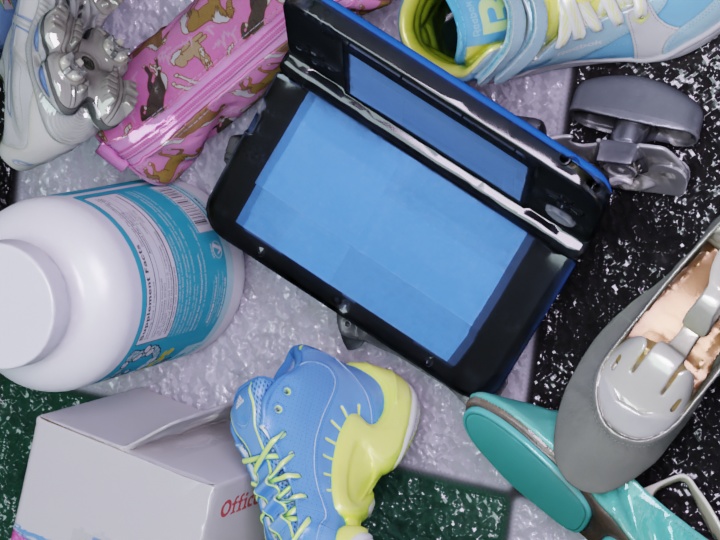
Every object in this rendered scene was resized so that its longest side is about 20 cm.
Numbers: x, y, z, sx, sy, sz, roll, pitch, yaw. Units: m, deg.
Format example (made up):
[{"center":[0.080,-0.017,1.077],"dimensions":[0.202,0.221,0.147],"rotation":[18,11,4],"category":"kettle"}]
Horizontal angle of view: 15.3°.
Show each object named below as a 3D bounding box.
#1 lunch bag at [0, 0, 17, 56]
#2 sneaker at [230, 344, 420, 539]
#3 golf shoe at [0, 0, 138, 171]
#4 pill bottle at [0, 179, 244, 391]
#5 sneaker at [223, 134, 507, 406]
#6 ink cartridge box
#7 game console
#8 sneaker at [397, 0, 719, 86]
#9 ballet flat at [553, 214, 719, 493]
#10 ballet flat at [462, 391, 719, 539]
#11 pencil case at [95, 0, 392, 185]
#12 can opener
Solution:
[{"center":[-0.286,-0.216,1.602],"dimensions":[0.094,0.150,0.201],"rotation":[-17,89,25],"category":"lunch bag"},{"center":[-0.041,0.124,1.511],"dimensions":[0.105,0.200,0.076],"rotation":[32,138,-10],"category":"sneaker"},{"center":[-0.183,-0.146,1.566],"dimensions":[0.097,0.078,0.200],"rotation":[-38,36,35],"category":"golf shoe"},{"center":[-0.155,0.008,1.543],"dimensions":[0.110,0.200,0.111],"rotation":[3,98,25],"category":"pill bottle"},{"center":[0.001,0.000,1.547],"dimensions":[0.199,0.060,0.105],"rotation":[21,102,13],"category":"sneaker"},{"center":[-0.124,0.164,1.589],"dimensions":[0.125,0.128,0.201],"rotation":[18,103,22],"category":"ink cartridge box"},{"center":[0.019,-0.037,1.448],"dimensions":[0.200,0.171,0.119],"rotation":[32,82,6],"category":"game console"},{"center":[0.112,-0.143,1.442],"dimensions":[0.199,0.130,0.080],"rotation":[-16,88,25],"category":"sneaker"},{"center":[0.171,0.033,1.438],"dimensions":[0.067,0.064,0.200],"rotation":[39,88,6],"category":"ballet flat"},{"center":[0.146,0.128,1.500],"dimensions":[0.200,0.070,0.067],"rotation":[45,157,9],"category":"ballet flat"},{"center":[-0.072,-0.131,1.550],"dimensions":[0.200,0.086,0.083],"rotation":[-37,68,26],"category":"pencil case"},{"center":[0.095,-0.080,1.511],"dimensions":[0.199,0.053,0.067],"rotation":[10,68,24],"category":"can opener"}]
